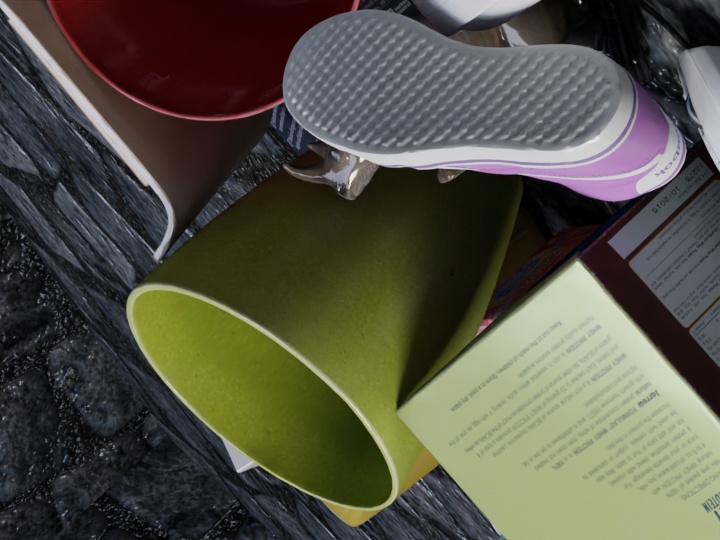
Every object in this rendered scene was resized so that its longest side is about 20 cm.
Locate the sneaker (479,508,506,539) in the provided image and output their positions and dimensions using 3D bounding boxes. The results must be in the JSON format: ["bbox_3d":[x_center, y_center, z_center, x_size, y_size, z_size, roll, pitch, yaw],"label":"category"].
[{"bbox_3d":[0.107,0.152,1.674,0.200,0.088,0.075,43,123,34],"label":"sneaker"}]

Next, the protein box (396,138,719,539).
[{"bbox_3d":[0.166,0.076,1.455,0.200,0.135,0.199,48,142,2],"label":"protein box"}]

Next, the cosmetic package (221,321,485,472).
[{"bbox_3d":[-0.018,0.046,1.742,0.200,0.051,0.083,-34,80,38],"label":"cosmetic package"}]

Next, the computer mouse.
[{"bbox_3d":[0.175,-0.072,1.334,0.200,0.044,0.110,44,167,21],"label":"computer mouse"}]

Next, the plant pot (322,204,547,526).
[{"bbox_3d":[0.018,0.010,1.855,0.196,0.194,0.200,46,149,14],"label":"plant pot"}]

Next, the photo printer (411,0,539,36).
[{"bbox_3d":[0.041,-0.197,1.310,0.167,0.069,0.200,61,168,-1],"label":"photo printer"}]

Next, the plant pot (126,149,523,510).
[{"bbox_3d":[0.000,0.000,1.587,0.187,0.200,0.187,32,157,15],"label":"plant pot"}]

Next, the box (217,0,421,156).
[{"bbox_3d":[-0.054,-0.181,1.674,0.200,0.107,0.148,47,169,5],"label":"box"}]

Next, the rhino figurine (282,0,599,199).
[{"bbox_3d":[0.040,-0.097,1.468,0.088,0.200,0.060,59,-153,-10],"label":"rhino figurine"}]

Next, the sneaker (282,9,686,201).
[{"bbox_3d":[0.063,-0.070,1.362,0.200,0.073,0.114,14,174,34],"label":"sneaker"}]

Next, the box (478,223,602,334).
[{"bbox_3d":[0.169,0.076,1.721,0.200,0.095,0.103,50,169,-7],"label":"box"}]

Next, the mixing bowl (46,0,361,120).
[{"bbox_3d":[-0.069,-0.189,1.525,0.200,0.200,0.108,47,-153,6],"label":"mixing bowl"}]

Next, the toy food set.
[{"bbox_3d":[-0.145,-0.117,1.591,0.060,0.144,0.200,-33,103,36],"label":"toy food set"}]
